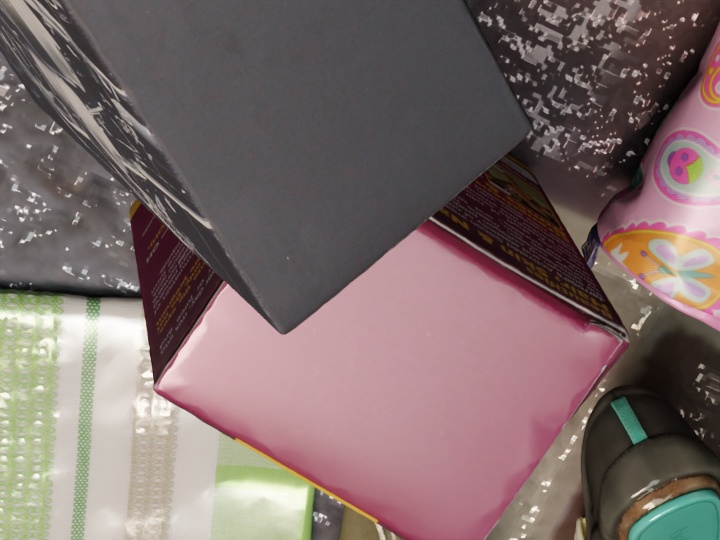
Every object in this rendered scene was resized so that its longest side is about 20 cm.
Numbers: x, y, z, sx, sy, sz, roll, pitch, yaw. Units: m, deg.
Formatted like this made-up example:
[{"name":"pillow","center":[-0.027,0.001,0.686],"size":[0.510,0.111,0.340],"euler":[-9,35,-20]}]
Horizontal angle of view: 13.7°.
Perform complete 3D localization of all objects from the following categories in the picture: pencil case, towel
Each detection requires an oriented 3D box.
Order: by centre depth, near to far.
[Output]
[{"name":"pencil case","center":[0.162,-0.073,1.107],"size":[0.087,0.088,0.201],"euler":[24,112,-13]},{"name":"towel","center":[-0.116,0.080,1.196],"size":[0.199,0.031,0.150],"euler":[3,115,-4]}]

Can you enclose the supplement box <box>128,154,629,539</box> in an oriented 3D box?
[{"name":"supplement box","center":[0.000,0.000,1.066],"size":[0.131,0.200,0.103],"euler":[32,102,-15]}]

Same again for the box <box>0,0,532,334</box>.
[{"name":"box","center":[-0.069,-0.113,0.902],"size":[0.104,0.182,0.200],"euler":[-40,129,-9]}]

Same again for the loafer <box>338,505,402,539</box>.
[{"name":"loafer","center":[0.015,0.145,1.206],"size":[0.069,0.075,0.201],"euler":[-14,115,-1]}]

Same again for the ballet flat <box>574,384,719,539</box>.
[{"name":"ballet flat","center":[0.117,0.107,1.188],"size":[0.068,0.069,0.200],"euler":[-22,148,-10]}]
